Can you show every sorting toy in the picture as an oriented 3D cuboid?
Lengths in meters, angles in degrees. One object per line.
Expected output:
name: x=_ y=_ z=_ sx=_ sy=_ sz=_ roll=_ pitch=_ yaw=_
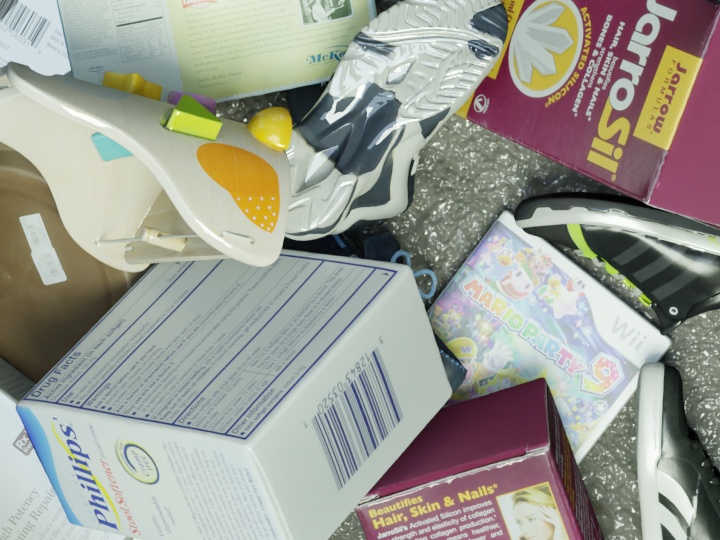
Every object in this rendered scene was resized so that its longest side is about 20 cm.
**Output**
sorting toy: x=-0.153 y=-0.078 z=1.607 sx=0.179 sy=0.200 sz=0.108 roll=24 pitch=78 yaw=-26

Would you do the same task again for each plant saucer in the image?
plant saucer: x=-0.224 y=0.003 z=1.769 sx=0.199 sy=0.029 sz=0.201 roll=10 pitch=118 yaw=19

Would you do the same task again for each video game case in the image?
video game case: x=0.093 y=0.082 z=1.769 sx=0.143 sy=0.018 sz=0.200 roll=38 pitch=98 yaw=6

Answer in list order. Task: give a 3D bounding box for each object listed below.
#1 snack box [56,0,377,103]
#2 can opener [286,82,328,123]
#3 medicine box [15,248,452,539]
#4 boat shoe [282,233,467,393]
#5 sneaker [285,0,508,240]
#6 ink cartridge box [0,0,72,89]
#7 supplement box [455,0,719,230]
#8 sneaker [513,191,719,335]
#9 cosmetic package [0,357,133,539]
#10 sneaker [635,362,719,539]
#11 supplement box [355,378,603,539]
snack box: x=-0.091 y=-0.167 z=1.683 sx=0.198 sy=0.037 sz=0.117 roll=-11 pitch=117 yaw=-4
can opener: x=-0.032 y=-0.180 z=1.756 sx=0.066 sy=0.053 sz=0.201 roll=-12 pitch=91 yaw=10
medicine box: x=-0.078 y=0.079 z=1.655 sx=0.199 sy=0.182 sz=0.103 roll=7 pitch=130 yaw=38
boat shoe: x=0.000 y=0.000 z=1.741 sx=0.200 sy=0.084 sz=0.069 roll=43 pitch=86 yaw=11
sneaker: x=0.017 y=-0.094 z=1.691 sx=0.079 sy=0.130 sz=0.200 roll=37 pitch=86 yaw=8
ink cartridge box: x=-0.170 y=-0.180 z=1.762 sx=0.146 sy=0.084 sz=0.201 roll=33 pitch=98 yaw=5
supplement box: x=0.169 y=-0.119 z=1.650 sx=0.200 sy=0.103 sz=0.132 roll=29 pitch=101 yaw=48
sneaker: x=0.193 y=0.000 z=1.721 sx=0.199 sy=0.072 sz=0.083 roll=12 pitch=96 yaw=8
cosmetic package: x=-0.238 y=0.128 z=1.758 sx=0.199 sy=0.074 sz=0.102 roll=35 pitch=98 yaw=3
sneaker: x=0.238 y=0.155 z=1.729 sx=0.111 sy=0.073 sz=0.202 roll=-3 pitch=101 yaw=6
supplement box: x=0.090 y=0.192 z=1.697 sx=0.130 sy=0.103 sz=0.201 roll=-16 pitch=111 yaw=10
